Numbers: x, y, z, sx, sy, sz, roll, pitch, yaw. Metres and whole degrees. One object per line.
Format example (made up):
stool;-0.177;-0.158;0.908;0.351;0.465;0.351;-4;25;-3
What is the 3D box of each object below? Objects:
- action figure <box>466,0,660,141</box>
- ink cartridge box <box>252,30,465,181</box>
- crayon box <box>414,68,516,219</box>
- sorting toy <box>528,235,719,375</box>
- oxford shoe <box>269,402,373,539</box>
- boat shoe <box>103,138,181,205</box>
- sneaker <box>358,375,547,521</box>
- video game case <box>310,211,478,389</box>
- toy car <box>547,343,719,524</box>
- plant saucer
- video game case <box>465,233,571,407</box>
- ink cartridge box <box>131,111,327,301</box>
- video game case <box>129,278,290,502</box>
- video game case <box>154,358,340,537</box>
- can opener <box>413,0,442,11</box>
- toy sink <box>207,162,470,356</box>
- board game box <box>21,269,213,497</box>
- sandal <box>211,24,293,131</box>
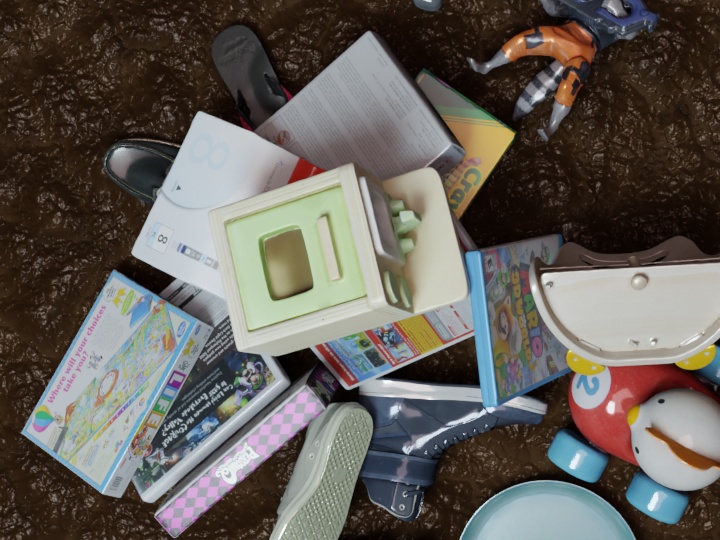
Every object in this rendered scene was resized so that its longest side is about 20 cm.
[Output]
action figure;0.201;-0.252;1.188;0.193;0.105;0.200;-43;61;1
ink cartridge box;-0.017;-0.117;1.171;0.200;0.057;0.163;-41;65;16
crayon box;0.059;-0.091;1.214;0.118;0.058;0.201;34;97;4
sorting toy;0.264;0.010;1.138;0.198;0.180;0.108;-3;116;8
oxford shoe;-0.048;0.226;1.196;0.075;0.058;0.202;25;85;-38
boat shoe;-0.186;-0.091;1.242;0.198;0.068;0.072;24;96;7
sneaker;0.091;0.188;1.211;0.200;0.077;0.148;2;83;17
video game case;0.036;0.034;1.148;0.199;0.018;0.143;-25;127;18
toy car;0.290;0.149;1.129;0.176;0.200;0.186;27;96;5
plant saucer;0.198;0.320;1.239;0.198;0.027;0.203;0;93;7
video game case;0.161;0.043;1.145;0.018;0.199;0.145;-6;93;32
ink cartridge box;-0.112;-0.049;1.143;0.199;0.047;0.161;24;86;29
video game case;-0.192;0.112;1.238;0.200;0.023;0.182;-40;60;8
video game case;-0.107;0.172;1.190;0.200;0.181;0.036;-41;91;7
can opener;0.104;-0.364;1.195;0.066;0.053;0.202;21;96;5
toy sink;-0.018;-0.014;1.040;0.198;0.112;0.132;-16;79;14
board game box;-0.257;0.117;1.234;0.134;0.034;0.201;27;86;30
sandal;-0.098;-0.168;1.236;0.075;0.045;0.201;-32;89;6
